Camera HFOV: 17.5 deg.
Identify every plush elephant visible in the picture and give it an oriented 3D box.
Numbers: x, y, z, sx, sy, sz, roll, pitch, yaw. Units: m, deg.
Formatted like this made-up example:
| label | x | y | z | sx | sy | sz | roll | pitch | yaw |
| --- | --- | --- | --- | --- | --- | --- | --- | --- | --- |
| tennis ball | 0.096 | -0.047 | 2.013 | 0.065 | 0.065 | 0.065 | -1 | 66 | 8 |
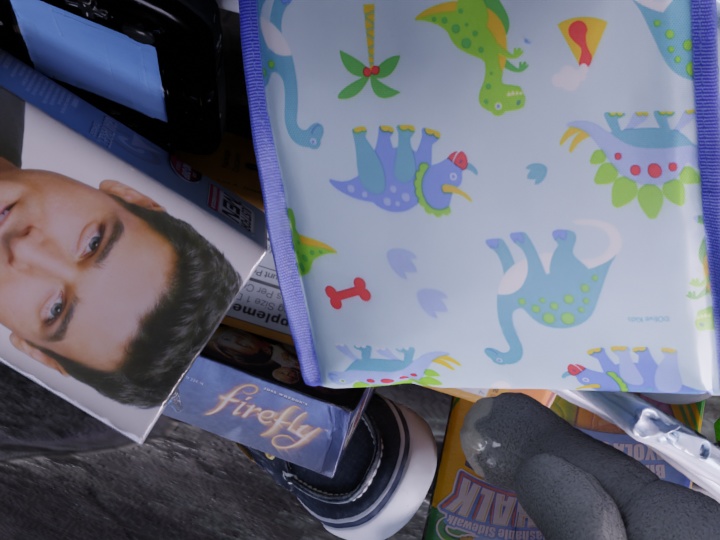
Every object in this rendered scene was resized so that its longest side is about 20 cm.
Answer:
| label | x | y | z | sx | sy | sz | roll | pitch | yaw |
| --- | --- | --- | --- | --- | --- | --- | --- | --- | --- |
| plush elephant | 0.095 | 0.167 | 0.929 | 0.200 | 0.155 | 0.165 | 13 | 142 | 58 |

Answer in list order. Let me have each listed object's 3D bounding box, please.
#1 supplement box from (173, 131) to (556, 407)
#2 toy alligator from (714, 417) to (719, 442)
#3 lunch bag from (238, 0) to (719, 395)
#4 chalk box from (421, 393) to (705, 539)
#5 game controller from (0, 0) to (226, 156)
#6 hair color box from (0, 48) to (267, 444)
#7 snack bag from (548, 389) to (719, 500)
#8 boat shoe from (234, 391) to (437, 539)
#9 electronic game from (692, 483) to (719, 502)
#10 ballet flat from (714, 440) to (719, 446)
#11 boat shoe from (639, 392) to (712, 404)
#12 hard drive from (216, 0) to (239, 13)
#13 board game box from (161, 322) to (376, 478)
| label | x | y | z | sx | sy | sz | roll | pitch | yaw |
| --- | --- | --- | --- | --- | --- | --- | --- | --- | --- |
| supplement box | 0.000 | 0.000 | 1.051 | 0.199 | 0.067 | 0.069 | 20 | 115 | -9 |
| toy alligator | 0.199 | 0.046 | 1.074 | 0.054 | 0.060 | 0.200 | -7 | 157 | -1 |
| lunch bag | 0.053 | -0.066 | 0.817 | 0.169 | 0.128 | 0.201 | -2 | 122 | 19 |
| chalk box | 0.096 | 0.129 | 1.128 | 0.123 | 0.201 | 0.125 | 9 | 153 | 7 |
| game controller | -0.104 | -0.092 | 0.928 | 0.104 | 0.042 | 0.200 | 14 | 167 | 1 |
| hair color box | -0.146 | -0.027 | 0.951 | 0.199 | 0.099 | 0.061 | 32 | -168 | -10 |
| snack bag | 0.111 | 0.062 | 0.937 | 0.188 | 0.021 | 0.200 | 31 | -179 | -37 |
| boat shoe | -0.040 | 0.069 | 1.147 | 0.091 | 0.071 | 0.200 | 31 | 180 | -27 |
| electronic game | 0.158 | 0.153 | 1.322 | 0.199 | 0.042 | 0.200 | 10 | 152 | 5 |
| ballet flat | 0.223 | 0.052 | 0.991 | 0.071 | 0.069 | 0.200 | 41 | 126 | -14 |
| boat shoe | 0.074 | -0.016 | 0.993 | 0.200 | 0.072 | 0.068 | 34 | -177 | -3 |
| hard drive | -0.083 | -0.149 | 0.871 | 0.199 | 0.027 | 0.132 | 13 | 153 | -1 |
| board game box | -0.088 | 0.022 | 1.070 | 0.199 | 0.136 | 0.035 | 20 | 109 | 3 |
